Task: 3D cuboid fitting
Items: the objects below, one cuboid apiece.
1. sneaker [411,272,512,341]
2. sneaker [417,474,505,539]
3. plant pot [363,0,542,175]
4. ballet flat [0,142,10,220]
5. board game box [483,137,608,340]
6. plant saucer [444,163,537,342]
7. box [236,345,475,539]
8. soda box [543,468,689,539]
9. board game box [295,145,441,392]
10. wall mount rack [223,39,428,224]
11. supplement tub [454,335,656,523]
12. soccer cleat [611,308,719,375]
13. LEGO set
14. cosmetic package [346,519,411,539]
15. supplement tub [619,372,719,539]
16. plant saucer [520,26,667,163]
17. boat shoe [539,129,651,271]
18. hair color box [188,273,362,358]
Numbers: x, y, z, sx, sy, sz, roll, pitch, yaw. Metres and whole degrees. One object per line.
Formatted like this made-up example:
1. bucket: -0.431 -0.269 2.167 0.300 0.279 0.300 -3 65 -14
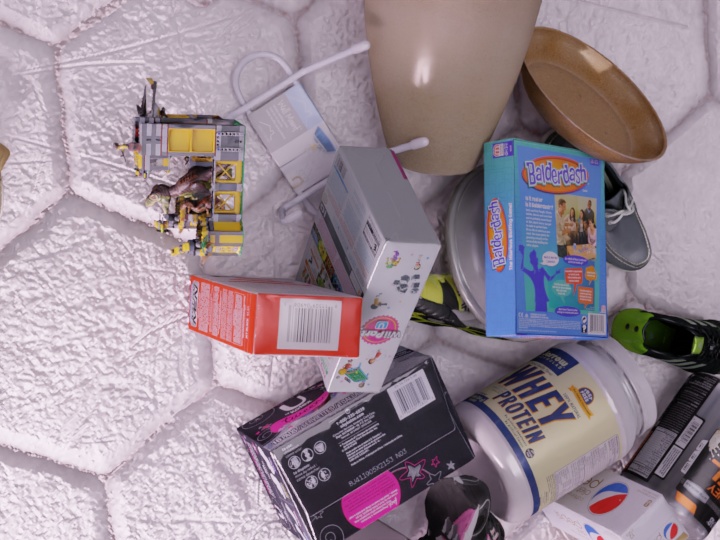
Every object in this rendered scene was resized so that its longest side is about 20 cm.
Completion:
1. sneaker: 0.104 0.025 1.681 0.199 0.075 0.077 15 84 -35
2. sneaker: 0.117 0.277 1.669 0.086 0.200 0.081 -12 60 -18
3. plant pot: 0.087 -0.207 1.593 0.187 0.187 0.201 -5 114 -23
4. ballet flat: -0.374 -0.031 1.467 0.063 0.069 0.201 12 93 -38
5. board game box: 0.194 -0.029 1.612 0.152 0.045 0.201 5 83 -43
6. plant saucer: 0.179 -0.025 1.671 0.200 0.050 0.201 11 72 -38
7. box: -0.007 0.180 1.624 0.200 0.115 0.133 -29 106 -19
8. soda box: 0.270 0.265 1.706 0.068 0.200 0.064 -40 110 -13
9. board game box: 0.000 0.000 1.540 0.064 0.148 0.200 2 131 -24
10. wall mount rack: -0.038 -0.143 1.571 0.173 0.075 0.200 -31 109 5
11. supplement tub: 0.209 0.169 1.699 0.200 0.145 0.145 -29 107 -18
12. soccer cleat: 0.384 0.086 1.797 0.199 0.081 0.068 12 92 -24
13. LEGO set: -0.182 -0.089 1.477 0.115 0.200 0.154 0 110 -15
14. cosmetic package: 0.027 0.331 1.613 0.107 0.200 0.090 -48 113 -13
15. supplement tub: 0.381 0.228 1.793 0.122 0.122 0.200 40 81 -22
16. plant saucer: 0.242 -0.181 1.670 0.200 0.201 0.035 24 127 -24
17. boat shoe: 0.272 -0.074 1.739 0.073 0.062 0.200 -41 110 -13
18. hair color box: -0.088 0.044 1.523 0.110 0.200 0.064 3 95 -24
